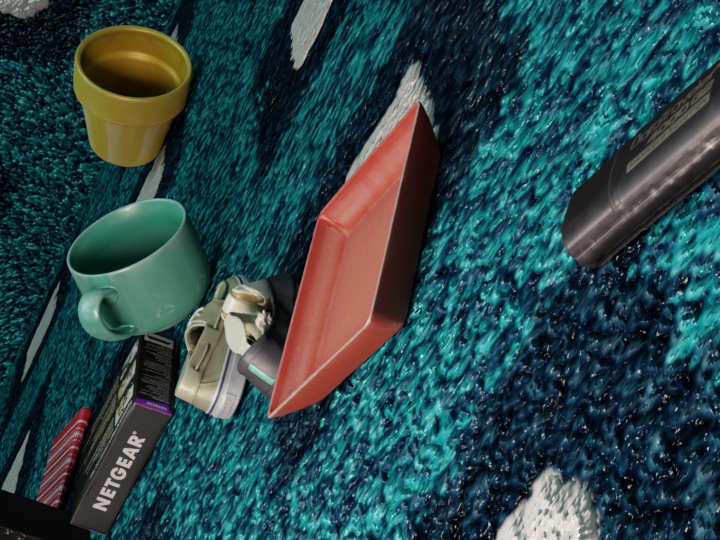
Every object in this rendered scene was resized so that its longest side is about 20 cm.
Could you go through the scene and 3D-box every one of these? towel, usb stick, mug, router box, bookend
[{"bbox_3d":[-0.448,0.312,2.365,0.145,0.022,0.201,-43,30,53],"label":"towel"},{"bbox_3d":[0.159,-0.063,0.773,0.200,0.033,0.056,-47,18,53],"label":"usb stick"},{"bbox_3d":[-0.266,0.013,1.882,0.185,0.115,0.152,-36,34,-20],"label":"mug"},{"bbox_3d":[-0.281,0.191,1.896,0.200,0.051,0.149,-59,19,28],"label":"router box"},{"bbox_3d":[-0.469,0.382,1.994,0.200,0.198,0.092,-64,17,16],"label":"bookend"}]

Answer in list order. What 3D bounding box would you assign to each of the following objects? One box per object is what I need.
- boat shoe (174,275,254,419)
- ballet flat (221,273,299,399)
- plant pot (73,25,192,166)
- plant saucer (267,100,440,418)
[{"bbox_3d":[-0.140,0.064,1.568,0.072,0.062,0.200,-59,16,29],"label":"boat shoe"},{"bbox_3d":[-0.087,0.045,1.402,0.073,0.073,0.200,-62,16,19],"label":"ballet flat"},{"bbox_3d":[-0.401,-0.292,2.775,0.189,0.200,0.201,105,175,-46],"label":"plant pot"},{"bbox_3d":[0.000,0.000,1.226,0.200,0.037,0.200,-46,25,55],"label":"plant saucer"}]
